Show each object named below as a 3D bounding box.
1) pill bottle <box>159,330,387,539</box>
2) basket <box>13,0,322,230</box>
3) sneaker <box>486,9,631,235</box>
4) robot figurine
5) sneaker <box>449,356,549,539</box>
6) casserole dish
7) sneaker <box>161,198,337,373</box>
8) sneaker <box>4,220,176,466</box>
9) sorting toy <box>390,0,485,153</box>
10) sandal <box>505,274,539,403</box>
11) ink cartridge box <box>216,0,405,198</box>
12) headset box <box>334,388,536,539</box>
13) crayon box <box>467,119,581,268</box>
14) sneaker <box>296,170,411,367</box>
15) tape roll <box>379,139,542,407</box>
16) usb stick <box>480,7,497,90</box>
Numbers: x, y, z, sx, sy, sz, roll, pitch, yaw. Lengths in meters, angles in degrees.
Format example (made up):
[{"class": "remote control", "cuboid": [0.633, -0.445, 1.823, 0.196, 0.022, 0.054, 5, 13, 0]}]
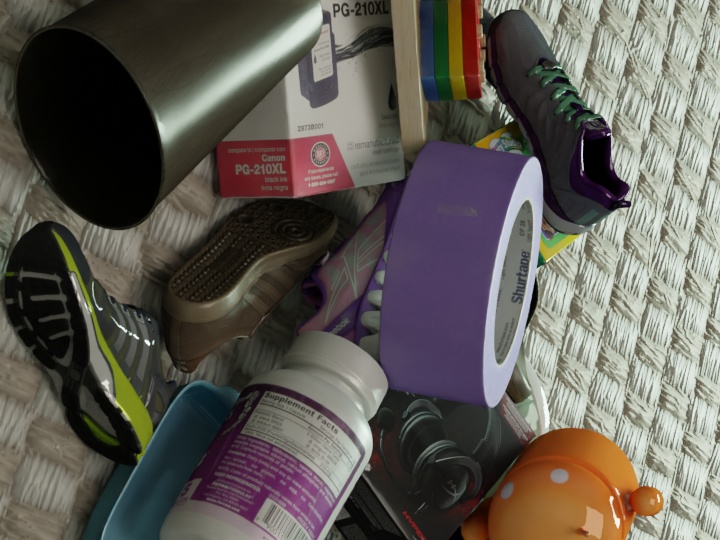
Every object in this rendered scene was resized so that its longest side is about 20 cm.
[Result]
[{"class": "pill bottle", "cuboid": [-0.059, 0.147, 1.614, 0.112, 0.112, 0.200, 56, 52, -36]}, {"class": "basket", "cuboid": [-0.129, -0.152, 1.526, 0.200, 0.136, 0.181, -44, 162, -35]}, {"class": "sneaker", "cuboid": [0.175, -0.135, 1.807, 0.074, 0.087, 0.201, -18, 85, -37]}, {"class": "robot figurine", "cuboid": [0.173, 0.200, 1.805, 0.117, 0.143, 0.200, -66, 171, 17]}, {"class": "sneaker", "cuboid": [0.105, 0.165, 1.901, 0.118, 0.074, 0.202, -5, 94, -48]}, {"class": "casserole dish", "cuboid": [-0.146, 0.175, 1.625, 0.121, 0.039, 0.201, 51, 54, -38]}, {"class": "sneaker", "cuboid": [-0.092, 0.009, 1.677, 0.200, 0.070, 0.076, -34, 144, -47]}, {"class": "sneaker", "cuboid": [-0.192, 0.042, 1.548, 0.081, 0.074, 0.201, -55, 138, -42]}, {"class": "sorting toy", "cuboid": [0.063, -0.223, 1.735, 0.199, 0.069, 0.201, -82, 169, -67]}, {"class": "sandal", "cuboid": [0.132, 0.021, 1.892, 0.082, 0.054, 0.201, 50, 25, -51]}, {"class": "ink cartridge box", "cuboid": [-0.044, -0.164, 1.694, 0.144, 0.084, 0.201, -12, 101, -51]}, {"class": "headset box", "cuboid": [0.045, 0.134, 1.791, 0.200, 0.077, 0.149, -43, 103, -38]}, {"class": "crayon box", "cuboid": [0.146, -0.070, 1.884, 0.119, 0.058, 0.200, 58, 30, 0]}, {"class": "sneaker", "cuboid": [0.000, 0.000, 1.727, 0.081, 0.088, 0.201, 78, 24, -55]}, {"class": "tape roll", "cuboid": [0.081, 0.002, 1.686, 0.200, 0.085, 0.201, 10, 90, -77]}, {"class": "usb stick", "cuboid": [0.131, -0.173, 1.875, 0.200, 0.033, 0.055, 48, 34, -3]}]
